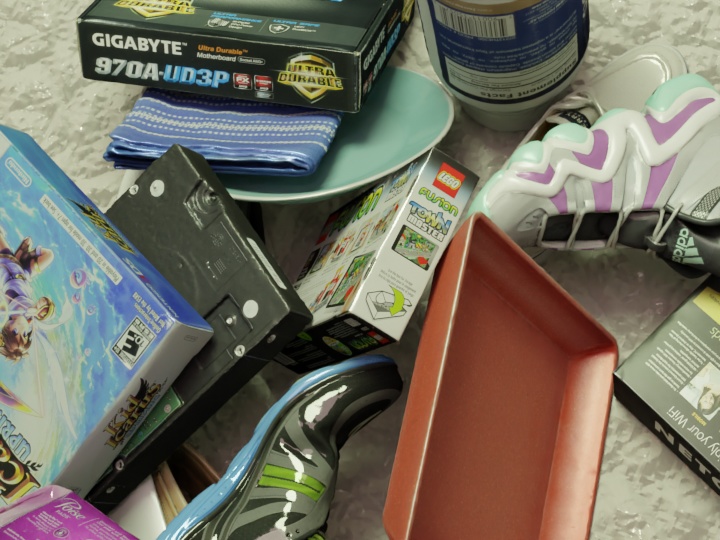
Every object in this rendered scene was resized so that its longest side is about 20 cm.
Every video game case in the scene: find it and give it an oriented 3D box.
[{"bbox_3d":[-0.211,0.041,0.933,0.200,0.045,0.182,43,102,27],"label":"video game case"}]

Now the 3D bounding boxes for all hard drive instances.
[{"bbox_3d":[-0.138,0.041,0.941,0.200,0.038,0.140,-43,64,13],"label":"hard drive"}]

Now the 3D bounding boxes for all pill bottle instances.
[{"bbox_3d":[0.092,-0.172,0.998,0.110,0.200,0.112,-3,67,8],"label":"pill bottle"}]

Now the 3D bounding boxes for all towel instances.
[{"bbox_3d":[-0.078,-0.122,1.046,0.143,0.024,0.201,4,34,11],"label":"towel"}]

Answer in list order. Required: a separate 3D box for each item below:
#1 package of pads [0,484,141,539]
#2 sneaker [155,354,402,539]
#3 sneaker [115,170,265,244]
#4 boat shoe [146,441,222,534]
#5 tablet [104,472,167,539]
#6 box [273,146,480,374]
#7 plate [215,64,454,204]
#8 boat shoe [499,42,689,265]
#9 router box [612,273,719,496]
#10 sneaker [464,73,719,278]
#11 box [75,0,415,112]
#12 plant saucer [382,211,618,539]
[{"bbox_3d":[-0.164,0.236,0.867,0.120,0.202,0.075,27,30,29],"label":"package of pads"},{"bbox_3d":[-0.040,0.133,0.894,0.082,0.071,0.200,35,75,20],"label":"sneaker"},{"bbox_3d":[-0.122,0.015,1.025,0.111,0.073,0.202,7,68,14],"label":"sneaker"},{"bbox_3d":[-0.073,0.183,0.937,0.200,0.071,0.065,41,118,23],"label":"boat shoe"},{"bbox_3d":[-0.162,0.193,0.957,0.130,0.014,0.201,-36,62,28],"label":"tablet"},{"bbox_3d":[0.000,0.000,0.948,0.035,0.200,0.111,31,74,-11],"label":"box"},{"bbox_3d":[-0.035,-0.088,1.037,0.198,0.026,0.201,-7,32,4],"label":"plate"},{"bbox_3d":[0.146,-0.084,1.023,0.200,0.070,0.071,-43,67,-9],"label":"boat shoe"},{"bbox_3d":[0.278,0.082,0.940,0.157,0.052,0.200,-42,67,-8],"label":"router box"},{"bbox_3d":[0.172,-0.029,0.935,0.199,0.078,0.140,-28,64,-16],"label":"sneaker"},{"bbox_3d":[-0.074,-0.173,1.068,0.198,0.046,0.159,8,34,13],"label":"box"},{"bbox_3d":[0.081,0.097,0.903,0.036,0.200,0.201,-2,65,34],"label":"plant saucer"}]
